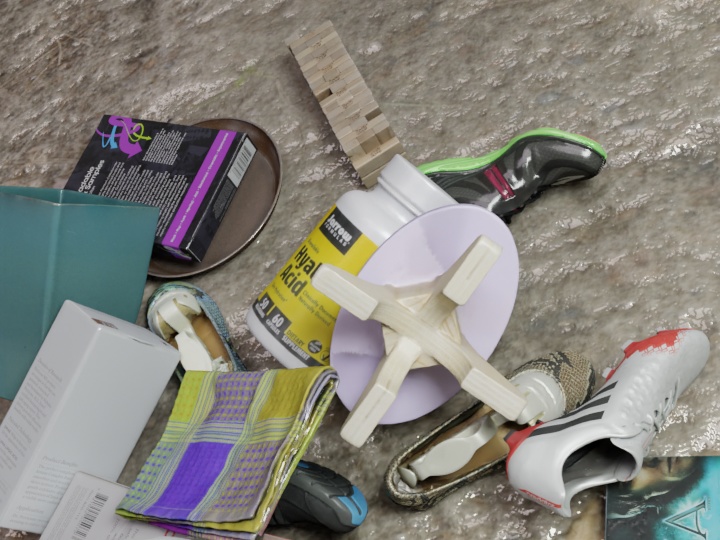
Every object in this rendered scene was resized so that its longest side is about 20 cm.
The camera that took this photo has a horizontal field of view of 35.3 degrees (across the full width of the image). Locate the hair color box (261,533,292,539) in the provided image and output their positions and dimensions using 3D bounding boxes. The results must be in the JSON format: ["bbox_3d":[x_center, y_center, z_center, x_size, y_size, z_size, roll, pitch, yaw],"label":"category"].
[{"bbox_3d":[-0.051,0.318,0.878,0.111,0.064,0.200,4,61,29],"label":"hair color box"}]

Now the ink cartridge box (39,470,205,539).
[{"bbox_3d":[-0.193,0.262,0.931,0.200,0.083,0.147,4,60,49],"label":"ink cartridge box"}]

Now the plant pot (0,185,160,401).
[{"bbox_3d":[-0.304,0.025,1.105,0.141,0.141,0.200,11,96,30],"label":"plant pot"}]

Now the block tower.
[{"bbox_3d":[-0.015,-0.179,1.180,0.058,0.054,0.200,-31,53,3],"label":"block tower"}]

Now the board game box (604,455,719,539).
[{"bbox_3d":[0.243,0.231,0.816,0.135,0.028,0.200,-5,58,22],"label":"board game box"}]

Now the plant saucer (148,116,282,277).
[{"bbox_3d":[-0.167,-0.074,1.199,0.200,0.032,0.200,-13,56,19],"label":"plant saucer"}]

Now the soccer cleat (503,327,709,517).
[{"bbox_3d":[0.201,0.115,0.862,0.200,0.069,0.085,-30,32,-16],"label":"soccer cleat"}]

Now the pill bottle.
[{"bbox_3d":[0.000,0.000,0.997,0.200,0.111,0.111,-51,52,7],"label":"pill bottle"}]

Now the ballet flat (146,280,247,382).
[{"bbox_3d":[-0.162,0.064,1.087,0.074,0.074,0.200,-40,52,-3],"label":"ballet flat"}]

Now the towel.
[{"bbox_3d":[-0.105,0.133,0.861,0.200,0.023,0.144,-6,50,50],"label":"towel"}]

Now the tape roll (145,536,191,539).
[{"bbox_3d":[-0.121,0.285,0.763,0.071,0.202,0.203,1,61,27],"label":"tape roll"}]

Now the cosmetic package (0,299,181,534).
[{"bbox_3d":[-0.259,0.138,1.029,0.074,0.102,0.200,28,90,43],"label":"cosmetic package"}]

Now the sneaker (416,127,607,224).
[{"bbox_3d":[0.132,-0.070,1.037,0.200,0.077,0.084,-17,61,27],"label":"sneaker"}]

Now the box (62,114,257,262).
[{"bbox_3d":[-0.222,-0.090,1.194,0.200,0.036,0.143,12,66,29],"label":"box"}]

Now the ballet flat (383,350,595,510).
[{"bbox_3d":[0.105,0.131,0.913,0.200,0.075,0.068,-33,77,2],"label":"ballet flat"}]

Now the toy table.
[{"bbox_3d":[0.048,0.043,0.887,0.184,0.117,0.200,23,99,0],"label":"toy table"}]

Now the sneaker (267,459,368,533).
[{"bbox_3d":[-0.080,0.196,0.975,0.200,0.073,0.082,13,83,37],"label":"sneaker"}]
